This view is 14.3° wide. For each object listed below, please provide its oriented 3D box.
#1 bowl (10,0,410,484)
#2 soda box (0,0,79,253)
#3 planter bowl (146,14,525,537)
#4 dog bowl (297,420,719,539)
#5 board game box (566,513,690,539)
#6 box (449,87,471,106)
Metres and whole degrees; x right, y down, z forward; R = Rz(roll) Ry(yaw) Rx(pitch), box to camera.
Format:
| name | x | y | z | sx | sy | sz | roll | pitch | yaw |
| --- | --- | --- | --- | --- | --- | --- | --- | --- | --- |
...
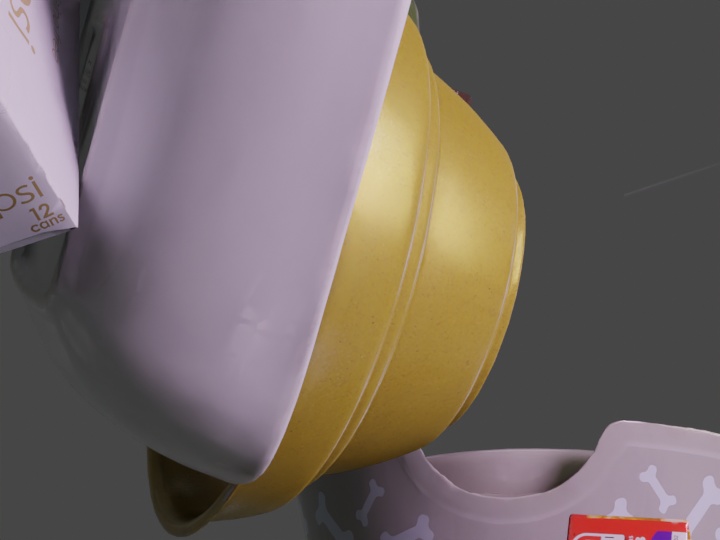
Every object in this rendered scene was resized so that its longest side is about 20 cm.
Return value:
| name | x | y | z | sx | sy | sz | roll | pitch | yaw |
| --- | --- | --- | --- | --- | --- | --- | --- | --- | --- |
| bowl | -0.050 | -0.046 | 0.864 | 0.200 | 0.074 | 0.200 | -153 | -102 | -76 |
| soda box | -0.122 | -0.089 | 0.838 | 0.200 | 0.063 | 0.068 | -97 | 164 | -48 |
| planter bowl | 0.000 | 0.000 | 0.951 | 0.200 | 0.083 | 0.201 | -164 | -90 | -74 |
| dog bowl | 0.071 | 0.107 | 1.155 | 0.200 | 0.199 | 0.059 | 42 | 47 | -69 |
| board game box | 0.100 | 0.200 | 1.064 | 0.200 | 0.046 | 0.152 | 75 | 20 | -60 |
| box | -0.009 | -0.022 | 1.157 | 0.200 | 0.075 | 0.100 | -56 | 165 | -74 |
